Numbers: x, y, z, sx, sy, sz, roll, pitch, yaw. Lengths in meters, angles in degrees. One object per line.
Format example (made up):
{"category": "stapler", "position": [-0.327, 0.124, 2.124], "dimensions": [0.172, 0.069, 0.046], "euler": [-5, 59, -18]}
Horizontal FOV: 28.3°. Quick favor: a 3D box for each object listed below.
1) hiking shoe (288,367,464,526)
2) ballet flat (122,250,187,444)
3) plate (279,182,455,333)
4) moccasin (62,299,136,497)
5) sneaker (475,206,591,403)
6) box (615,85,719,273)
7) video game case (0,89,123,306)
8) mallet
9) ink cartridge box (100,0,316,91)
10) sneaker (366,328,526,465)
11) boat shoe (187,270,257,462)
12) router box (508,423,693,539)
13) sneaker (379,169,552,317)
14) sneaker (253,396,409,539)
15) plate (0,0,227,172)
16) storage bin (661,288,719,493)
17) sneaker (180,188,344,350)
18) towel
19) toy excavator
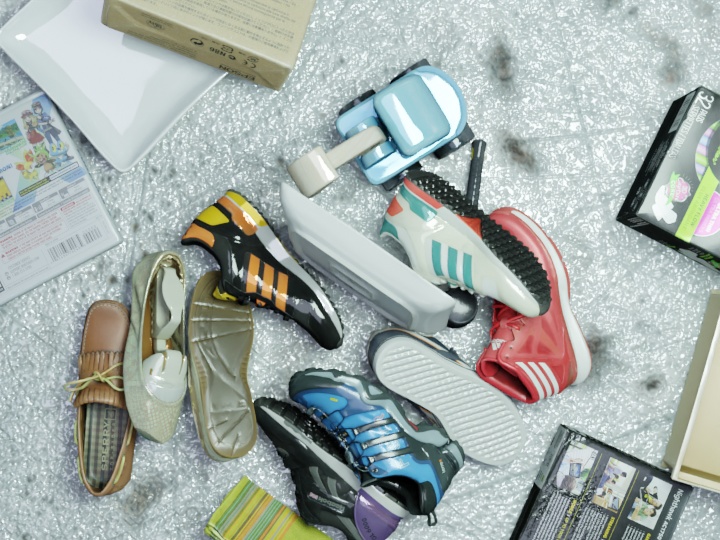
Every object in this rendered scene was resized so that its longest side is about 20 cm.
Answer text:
{"category": "hiking shoe", "position": [0.009, 0.170, 1.435], "dimensions": [0.199, 0.074, 0.087], "euler": [30, 60, -3]}
{"category": "ballet flat", "position": [-0.206, 0.074, 1.460], "dimensions": [0.067, 0.062, 0.202], "euler": [8, 69, -36]}
{"category": "plate", "position": [0.000, 0.000, 1.411], "dimensions": [0.199, 0.200, 0.032], "euler": [34, 82, 6]}
{"category": "moccasin", "position": [-0.267, 0.132, 1.482], "dimensions": [0.073, 0.078, 0.203], "euler": [8, 90, 1]}
{"category": "sneaker", "position": [0.158, 0.040, 1.454], "dimensions": [0.115, 0.078, 0.201], "euler": [-25, 88, -41]}
{"category": "box", "position": [0.388, -0.073, 1.453], "dimensions": [0.199, 0.124, 0.149], "euler": [27, 90, 0]}
{"category": "video game case", "position": [-0.379, -0.066, 1.513], "dimensions": [0.199, 0.022, 0.183], "euler": [-27, 90, 1]}
{"category": "mallet", "position": [0.111, -0.036, 1.504], "dimensions": [0.041, 0.066, 0.202], "euler": [9, 75, -2]}
{"category": "ink cartridge box", "position": [-0.143, -0.297, 1.449], "dimensions": [0.199, 0.075, 0.166], "euler": [20, 71, -9]}
{"category": "sneaker", "position": [0.089, 0.123, 1.485], "dimensions": [0.200, 0.079, 0.079], "euler": [40, 94, -21]}
{"category": "boat shoe", "position": [-0.151, 0.101, 1.481], "dimensions": [0.073, 0.066, 0.202], "euler": [6, 67, -22]}
{"category": "router box", "position": [0.237, 0.283, 1.489], "dimensions": [0.148, 0.051, 0.201], "euler": [25, 90, -1]}
{"category": "sneaker", "position": [0.102, -0.008, 1.434], "dimensions": [0.200, 0.070, 0.094], "euler": [43, 118, 15]}
{"category": "sneaker", "position": [-0.049, 0.218, 1.484], "dimensions": [0.200, 0.076, 0.088], "euler": [39, 96, 1]}
{"category": "plate", "position": [-0.244, -0.239, 1.498], "dimensions": [0.200, 0.032, 0.200], "euler": [-44, 89, -1]}
{"category": "storage bin", "position": [0.433, 0.140, 1.467], "dimensions": [0.197, 0.094, 0.201], "euler": [16, 90, 1]}
{"category": "sneaker", "position": [-0.103, 0.017, 1.476], "dimensions": [0.090, 0.070, 0.200], "euler": [-38, 87, -13]}
{"category": "towel", "position": [-0.061, 0.295, 1.480], "dimensions": [0.199, 0.086, 0.018], "euler": [34, 133, 3]}
{"category": "toy excavator", "position": [0.018, -0.136, 1.419], "dimensions": [0.194, 0.200, 0.100], "euler": [-32, 89, 0]}
